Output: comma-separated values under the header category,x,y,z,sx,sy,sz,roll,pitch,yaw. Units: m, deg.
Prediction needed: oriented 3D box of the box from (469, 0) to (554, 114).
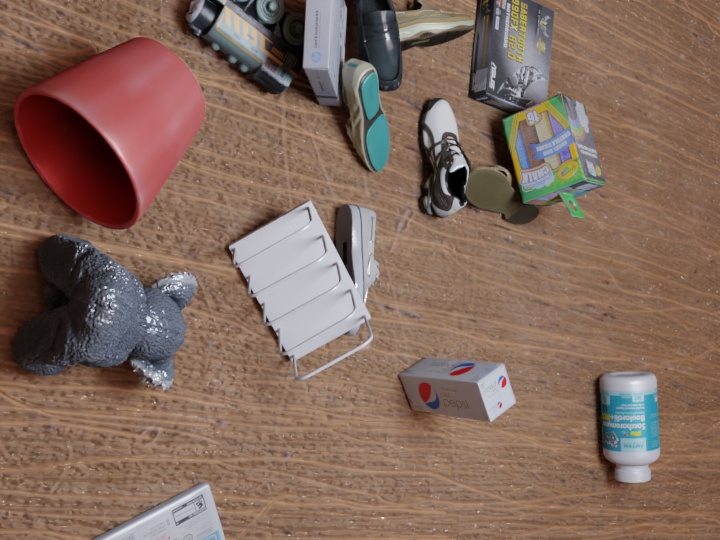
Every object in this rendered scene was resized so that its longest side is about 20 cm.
category,x,y,z,sx,sy,sz,roll,pitch,yaw
box,0.275,-0.392,1.674,0.156,0.048,0.205,12,82,-35

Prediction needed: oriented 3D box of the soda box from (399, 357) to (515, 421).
category,x,y,z,sx,sy,sz,roll,pitch,yaw
soda box,0.150,0.186,1.468,0.063,0.198,0.069,-28,104,-31

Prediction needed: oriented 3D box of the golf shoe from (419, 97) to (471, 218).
category,x,y,z,sx,sy,sz,roll,pitch,yaw
golf shoe,0.152,-0.192,1.549,0.076,0.094,0.205,0,87,-35

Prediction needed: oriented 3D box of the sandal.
category,x,y,z,sx,sy,sz,roll,pitch,yaw
sandal,0.239,-0.151,1.641,0.210,0.077,0.071,26,36,-43

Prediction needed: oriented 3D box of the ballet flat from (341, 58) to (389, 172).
category,x,y,z,sx,sy,sz,roll,pitch,yaw
ballet flat,0.004,-0.243,1.445,0.069,0.069,0.202,-45,147,-29

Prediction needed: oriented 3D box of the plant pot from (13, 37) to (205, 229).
category,x,y,z,sx,sy,sz,roll,pitch,yaw
plant pot,-0.301,-0.186,1.164,0.202,0.198,0.178,54,52,-22

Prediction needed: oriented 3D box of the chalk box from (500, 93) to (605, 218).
category,x,y,z,sx,sy,sz,roll,pitch,yaw
chalk box,0.347,-0.186,1.632,0.123,0.122,0.205,2,73,-57

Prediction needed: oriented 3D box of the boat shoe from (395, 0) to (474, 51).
category,x,y,z,sx,sy,sz,roll,pitch,yaw
boat shoe,0.107,-0.418,1.541,0.197,0.071,0.078,-17,87,-35

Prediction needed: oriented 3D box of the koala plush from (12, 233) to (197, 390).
category,x,y,z,sx,sy,sz,roll,pitch,yaw
koala plush,-0.299,0.064,1.171,0.198,0.181,0.182,24,75,-45

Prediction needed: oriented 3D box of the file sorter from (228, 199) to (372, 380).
category,x,y,z,sx,sy,sz,roll,pitch,yaw
file sorter,-0.082,0.033,1.315,0.137,0.125,0.203,-27,107,2

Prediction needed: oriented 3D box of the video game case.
category,x,y,z,sx,sy,sz,roll,pitch,yaw
video game case,-0.268,0.417,1.260,0.197,0.023,0.186,-22,102,-36

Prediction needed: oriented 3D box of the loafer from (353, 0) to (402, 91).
category,x,y,z,sx,sy,sz,roll,pitch,yaw
loafer,0.026,-0.376,1.439,0.066,0.071,0.205,-8,71,-7

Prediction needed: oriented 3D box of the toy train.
category,x,y,z,sx,sy,sz,roll,pitch,yaw
toy train,-0.157,-0.346,1.335,0.198,0.085,0.116,33,80,-31

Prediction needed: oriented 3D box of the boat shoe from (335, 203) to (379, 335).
category,x,y,z,sx,sy,sz,roll,pitch,yaw
boat shoe,0.000,0.000,1.448,0.069,0.070,0.205,5,79,-33

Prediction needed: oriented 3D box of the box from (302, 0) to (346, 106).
category,x,y,z,sx,sy,sz,roll,pitch,yaw
box,-0.050,-0.343,1.353,0.040,0.200,0.160,3,86,3

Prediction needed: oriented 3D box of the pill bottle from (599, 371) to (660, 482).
category,x,y,z,sx,sy,sz,roll,pitch,yaw
pill bottle,0.524,0.303,1.797,0.109,0.110,0.205,-4,90,-36
